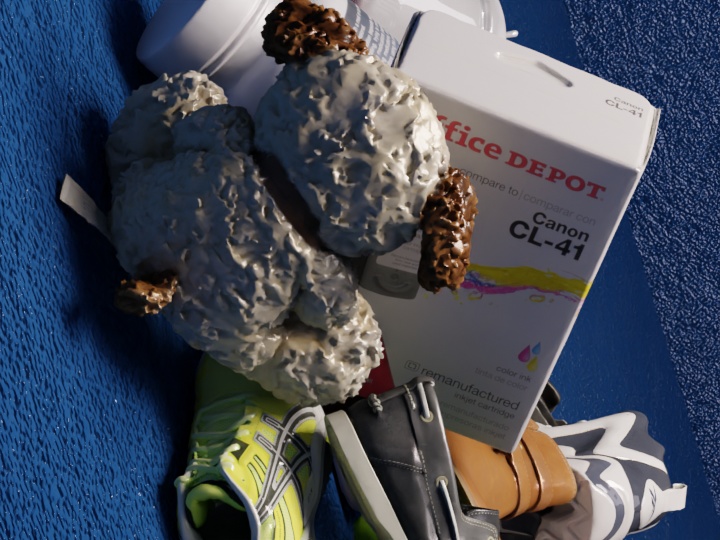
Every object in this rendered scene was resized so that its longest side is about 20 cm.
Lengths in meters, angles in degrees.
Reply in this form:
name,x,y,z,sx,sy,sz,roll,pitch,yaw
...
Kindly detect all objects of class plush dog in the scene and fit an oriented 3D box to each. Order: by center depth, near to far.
name,x,y,z,sx,sy,sz,roll,pitch,yaw
plush dog,-0.036,-0.040,1.237,0.200,0.172,0.160,54,15,5

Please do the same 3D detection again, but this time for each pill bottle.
name,x,y,z,sx,sy,sz,roll,pitch,yaw
pill bottle,-0.026,-0.096,1.423,0.200,0.120,0.120,40,27,-19

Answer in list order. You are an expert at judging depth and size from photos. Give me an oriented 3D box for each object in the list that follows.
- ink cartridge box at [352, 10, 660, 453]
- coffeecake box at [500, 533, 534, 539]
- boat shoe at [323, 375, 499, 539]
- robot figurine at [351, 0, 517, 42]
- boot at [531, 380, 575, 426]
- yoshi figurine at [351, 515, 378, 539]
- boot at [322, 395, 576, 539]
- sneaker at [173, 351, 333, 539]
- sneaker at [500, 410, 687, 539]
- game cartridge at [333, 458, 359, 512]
name,x,y,z,sx,sy,sz,roll,pitch,yaw
ink cartridge box,0.057,-0.019,1.339,0.086,0.147,0.200,-69,180,-56
coffeecake box,0.085,0.210,1.578,0.200,0.153,0.073,-46,137,-75
boat shoe,0.050,0.153,1.296,0.201,0.067,0.072,65,-12,-8
robot figurine,0.012,-0.156,1.541,0.200,0.170,0.113,22,37,-41
boot,0.109,0.172,1.793,0.068,0.130,0.201,-83,155,-59
yoshi figurine,-0.014,0.234,1.357,0.112,0.112,0.201,-1,91,-36
boot,0.073,0.130,1.447,0.154,0.074,0.200,14,34,-42
sneaker,-0.060,0.108,1.285,0.076,0.075,0.201,50,23,-46
sneaker,0.128,0.129,1.604,0.129,0.199,0.080,-2,97,-40
game cartridge,-0.005,0.056,1.655,0.133,0.041,0.201,-20,95,-81
